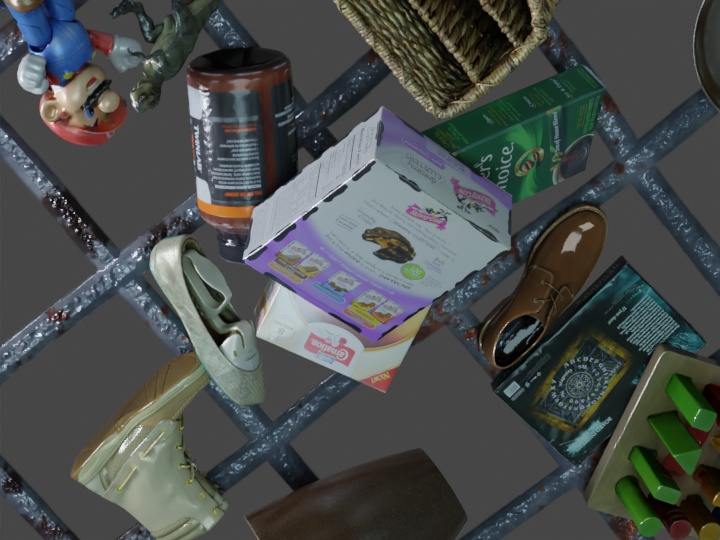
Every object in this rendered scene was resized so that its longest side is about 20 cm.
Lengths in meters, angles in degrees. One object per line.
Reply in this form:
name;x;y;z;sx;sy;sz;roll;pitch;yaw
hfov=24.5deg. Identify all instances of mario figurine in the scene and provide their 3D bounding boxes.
mario figurine;-0.265;-0.200;1.578;0.122;0.106;0.201;-21;135;-7

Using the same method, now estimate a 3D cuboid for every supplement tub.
supplement tub;-0.114;-0.111;1.639;0.106;0.107;0.202;-4;110;-3

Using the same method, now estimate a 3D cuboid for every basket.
basket;0.085;-0.270;1.551;0.142;0.149;0.200;-25;113;41

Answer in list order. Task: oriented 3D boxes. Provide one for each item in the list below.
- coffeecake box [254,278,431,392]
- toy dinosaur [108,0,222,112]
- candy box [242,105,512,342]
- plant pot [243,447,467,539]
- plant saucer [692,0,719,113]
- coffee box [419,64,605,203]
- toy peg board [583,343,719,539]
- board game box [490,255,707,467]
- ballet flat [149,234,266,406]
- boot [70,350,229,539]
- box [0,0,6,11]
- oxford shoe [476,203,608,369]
coffeecake box;0.000;0.000;1.705;0.152;0.073;0.201;23;107;-13
toy dinosaur;-0.181;-0.239;1.582;0.088;0.047;0.201;47;63;-24
candy box;0.017;-0.039;1.556;0.167;0.072;0.199;32;133;-26
plant pot;0.008;0.284;1.767;0.199;0.187;0.188;-34;109;-8
plant saucer;0.429;-0.237;1.674;0.197;0.032;0.203;-1;110;-3
coffee box;0.142;-0.114;1.622;0.198;0.044;0.124;-24;145;-24
toy peg board;0.376;0.211;1.777;0.197;0.098;0.202;17;110;-18
board game box;0.256;0.100;1.782;0.135;0.028;0.200;42;101;-17
ballet flat;-0.146;0.052;1.700;0.062;0.067;0.201;-26;103;39
boot;-0.189;0.194;1.760;0.155;0.073;0.200;42;103;-16
box;-0.439;-0.306;1.547;0.147;0.107;0.201;-26;110;6
oxford shoe;0.197;0.022;1.730;0.071;0.071;0.201;30;103;-12
